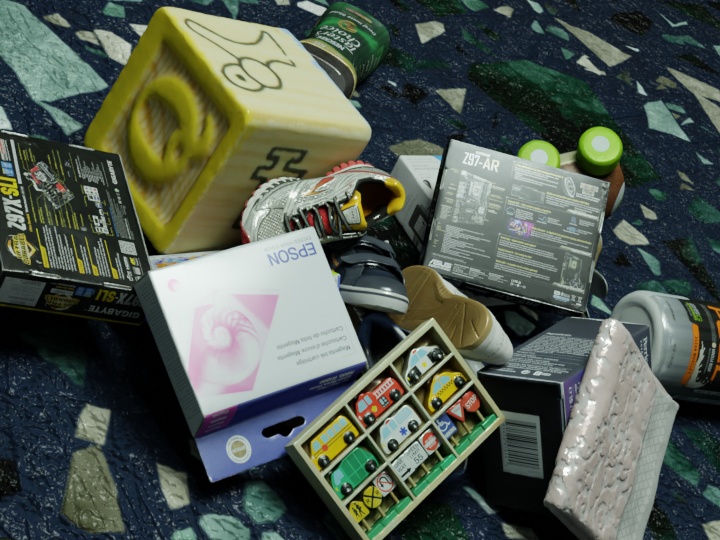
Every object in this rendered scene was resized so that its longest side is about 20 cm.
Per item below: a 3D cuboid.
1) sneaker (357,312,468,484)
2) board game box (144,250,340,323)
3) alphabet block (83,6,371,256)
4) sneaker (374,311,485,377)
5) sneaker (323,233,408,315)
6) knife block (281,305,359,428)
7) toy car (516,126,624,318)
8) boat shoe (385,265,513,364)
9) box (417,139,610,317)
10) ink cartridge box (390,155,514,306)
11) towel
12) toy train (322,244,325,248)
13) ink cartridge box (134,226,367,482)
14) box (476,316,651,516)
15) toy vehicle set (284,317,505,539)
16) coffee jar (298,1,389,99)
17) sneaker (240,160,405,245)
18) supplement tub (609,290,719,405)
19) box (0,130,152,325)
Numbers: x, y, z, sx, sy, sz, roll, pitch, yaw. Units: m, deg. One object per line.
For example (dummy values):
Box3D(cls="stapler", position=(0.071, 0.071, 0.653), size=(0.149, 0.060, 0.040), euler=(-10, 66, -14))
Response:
Box3D(cls="sneaker", position=(0.044, 0.127, 1.630), size=(0.076, 0.086, 0.201), euler=(-26, 57, -8))
Box3D(cls="board game box", position=(-0.139, 0.018, 1.633), size=(0.198, 0.045, 0.134), euler=(-5, 16, -35))
Box3D(cls="alphabet block", position=(-0.144, -0.144, 1.742), size=(0.199, 0.197, 0.196), euler=(2, 39, -49))
Box3D(cls="sneaker", position=(0.064, 0.082, 1.740), size=(0.081, 0.074, 0.200), euler=(-11, 48, -37))
Box3D(cls="sneaker", position=(0.000, 0.000, 1.701), size=(0.078, 0.080, 0.200), euler=(14, 0, -20))
Box3D(cls="knife block", position=(-0.100, 0.086, 1.621), size=(0.174, 0.064, 0.201), euler=(25, 34, -8))
Box3D(cls="toy car", position=(0.267, -0.041, 1.971), size=(0.156, 0.165, 0.202), euler=(-12, 64, -7))
Box3D(cls="boat shoe", position=(0.090, 0.055, 1.677), size=(0.069, 0.071, 0.200), euler=(40, -2, -32))
Box3D(cls="box", position=(0.177, -0.047, 1.863), size=(0.197, 0.044, 0.162), euler=(14, 78, -6))
Box3D(cls="ink cartridge box", position=(0.125, -0.051, 1.959), size=(0.115, 0.067, 0.201), euler=(-3, 46, -38))
Box3D(cls="towel", position=(0.257, 0.180, 1.620), size=(0.191, 0.032, 0.202), euler=(46, 57, -46))
Box3D(cls="toy train", position=(-0.034, -0.044, 1.868), size=(0.045, 0.034, 0.201), euler=(16, 34, -40))
Box3D(cls="ink cartridge box", position=(-0.092, 0.074, 1.526), size=(0.195, 0.043, 0.202), euler=(-17, 79, -36))
Box3D(cls="box", position=(0.218, 0.148, 1.676), size=(0.103, 0.150, 0.199), euler=(5, 19, 36))
Box3D(cls="toy vehicle set", position=(0.036, 0.156, 1.549), size=(0.200, 0.026, 0.125), euler=(-40, 96, -27))
Box3D(cls="coffee jar", position=(-0.038, -0.274, 2.113), size=(0.104, 0.086, 0.200), euler=(30, 34, 2))
Box3D(cls="sneaker", position=(-0.039, -0.065, 1.676), size=(0.199, 0.079, 0.082), euler=(-25, 25, -31))
Box3D(cls="supplement tub", position=(0.400, 0.096, 1.923), size=(0.198, 0.123, 0.123), euler=(8, 39, -28))
Box3D(cls="box", position=(-0.291, -0.044, 1.545), size=(0.158, 0.050, 0.201), euler=(8, 42, -32))
